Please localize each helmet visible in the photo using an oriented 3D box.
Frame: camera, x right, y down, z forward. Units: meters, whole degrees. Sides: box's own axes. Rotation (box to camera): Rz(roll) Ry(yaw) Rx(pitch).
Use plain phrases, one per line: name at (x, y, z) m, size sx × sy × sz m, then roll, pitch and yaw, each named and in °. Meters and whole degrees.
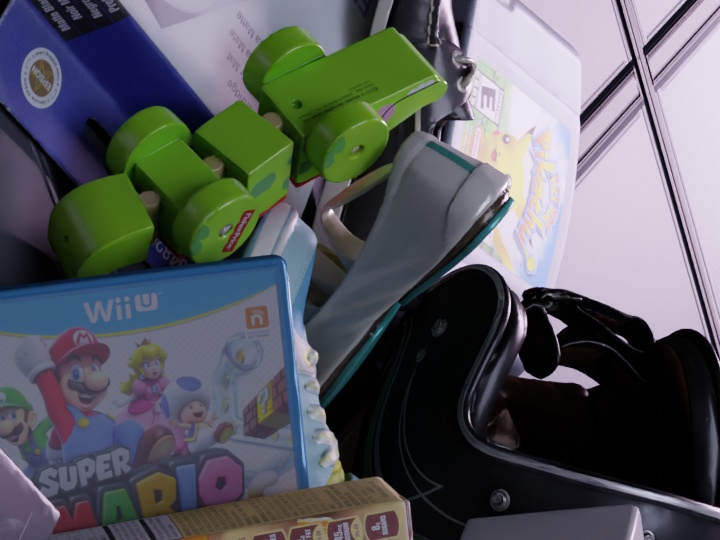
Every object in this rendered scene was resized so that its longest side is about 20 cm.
helmet at (0.088, 0.112, 1.404) m, size 0.200 × 0.199 × 0.192 m, roll 41°, pitch 41°, yaw -47°

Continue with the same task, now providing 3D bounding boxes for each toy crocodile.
toy crocodile at (-0.048, -0.050, 1.275) m, size 0.199 × 0.068 × 0.062 m, roll -32°, pitch 151°, yaw -26°

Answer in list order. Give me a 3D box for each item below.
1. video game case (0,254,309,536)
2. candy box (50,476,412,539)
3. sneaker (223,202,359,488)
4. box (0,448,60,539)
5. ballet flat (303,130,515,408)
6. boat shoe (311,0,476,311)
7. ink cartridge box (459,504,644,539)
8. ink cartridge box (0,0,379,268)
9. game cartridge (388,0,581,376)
video game case at (-0.092, 0.101, 1.224) m, size 0.018 × 0.142 × 0.201 m, roll -153°, pitch -123°, yaw -78°
candy box at (-0.074, 0.162, 1.195) m, size 0.199 × 0.055 × 0.116 m, roll -9°, pitch 99°, yaw -12°
sneaker at (-0.027, 0.079, 1.299) m, size 0.130 × 0.080 × 0.201 m, roll 21°, pitch 77°, yaw -11°
box at (-0.229, 0.116, 1.030) m, size 0.182 × 0.104 × 0.201 m, roll 53°, pitch 48°, yaw -39°
ballet flat at (0.000, 0.000, 1.338) m, size 0.069 × 0.200 × 0.070 m, roll 17°, pitch 51°, yaw -22°
boat shoe at (0.026, -0.080, 1.399) m, size 0.074 × 0.060 × 0.201 m, roll 19°, pitch 87°, yaw -81°
ink cartridge box at (0.090, 0.222, 1.250) m, size 0.145 × 0.083 × 0.201 m, roll -57°, pitch 139°, yaw -71°
ink cartridge box at (-0.074, -0.113, 1.316) m, size 0.200 × 0.040 × 0.201 m, roll 49°, pitch 51°, yaw -43°
game cartridge at (0.067, -0.049, 1.528) m, size 0.133 × 0.040 × 0.201 m, roll 34°, pitch 61°, yaw -54°
